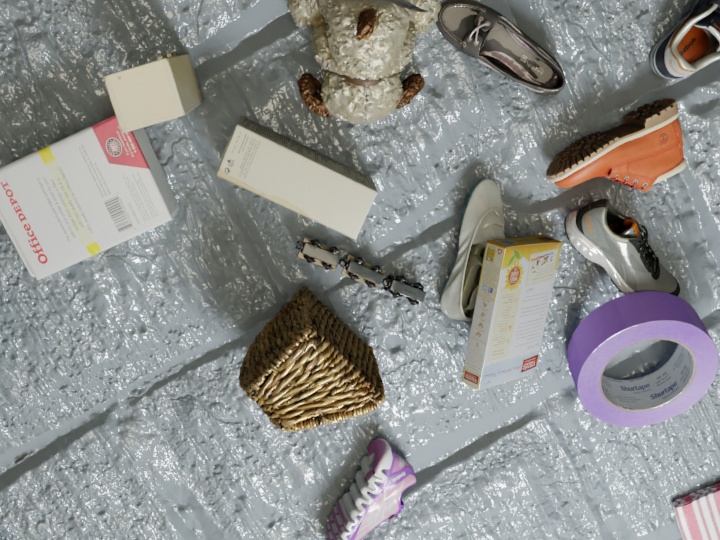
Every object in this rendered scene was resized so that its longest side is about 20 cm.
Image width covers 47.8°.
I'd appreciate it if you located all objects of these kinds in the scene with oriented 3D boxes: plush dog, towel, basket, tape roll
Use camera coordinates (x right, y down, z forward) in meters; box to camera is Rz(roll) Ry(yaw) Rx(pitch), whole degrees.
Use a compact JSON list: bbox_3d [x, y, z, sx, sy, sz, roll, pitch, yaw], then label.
[{"bbox_3d":[0.006,-0.264,1.023,0.195,0.162,0.174,-1,132,-3],"label":"plush dog"},{"bbox_3d":[0.609,0.396,1.307,0.197,0.030,0.149,-23,106,4],"label":"towel"},{"bbox_3d":[-0.068,0.140,1.083,0.149,0.200,0.143,43,97,-15],"label":"basket"},{"bbox_3d":[0.400,0.129,1.160,0.195,0.066,0.203,-1,125,-2],"label":"tape roll"}]

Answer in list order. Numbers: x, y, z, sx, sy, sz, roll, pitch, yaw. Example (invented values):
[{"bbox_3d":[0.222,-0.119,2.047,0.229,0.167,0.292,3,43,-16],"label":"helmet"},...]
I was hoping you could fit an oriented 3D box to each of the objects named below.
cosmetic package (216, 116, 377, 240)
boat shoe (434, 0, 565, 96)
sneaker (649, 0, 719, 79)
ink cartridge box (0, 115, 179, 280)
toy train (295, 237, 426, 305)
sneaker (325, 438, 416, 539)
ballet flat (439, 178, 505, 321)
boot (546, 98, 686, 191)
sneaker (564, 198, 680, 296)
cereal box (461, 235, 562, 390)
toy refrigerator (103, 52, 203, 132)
[{"bbox_3d":[-0.082,-0.123,1.062,0.197,0.104,0.074,25,103,-10],"label":"cosmetic package"},{"bbox_3d":[0.187,-0.294,1.063,0.197,0.057,0.068,29,101,-12],"label":"boat shoe"},{"bbox_3d":[0.473,-0.336,1.069,0.078,0.080,0.201,35,98,-12],"label":"sneaker"},{"bbox_3d":[-0.357,-0.100,1.052,0.197,0.084,0.148,-23,106,1],"label":"ink cartridge box"},{"bbox_3d":[0.000,0.000,1.133,0.197,0.046,0.035,23,91,-13],"label":"toy train"},{"bbox_3d":[0.018,0.356,1.217,0.087,0.081,0.202,27,100,-19],"label":"sneaker"},{"bbox_3d":[0.167,-0.022,1.128,0.068,0.070,0.204,14,104,-9],"label":"ballet flat"},{"bbox_3d":[0.355,-0.144,1.114,0.197,0.075,0.109,-25,111,1],"label":"boot"},{"bbox_3d":[0.377,-0.023,1.133,0.199,0.075,0.079,36,138,-14],"label":"sneaker"},{"bbox_3d":[0.211,0.056,1.131,0.142,0.039,0.204,-5,110,-46],"label":"cereal box"},{"bbox_3d":[-0.242,-0.218,0.970,0.074,0.200,0.071,-16,106,0],"label":"toy refrigerator"}]
